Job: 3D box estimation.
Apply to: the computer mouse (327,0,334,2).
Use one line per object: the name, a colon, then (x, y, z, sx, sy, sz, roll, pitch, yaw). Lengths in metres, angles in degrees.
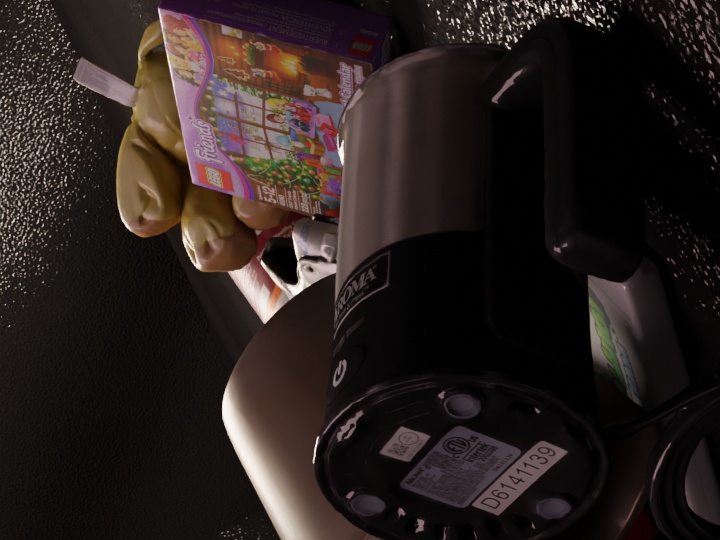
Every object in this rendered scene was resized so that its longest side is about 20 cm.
computer mouse: (-0.039, -0.139, 1.223, 0.139, 0.052, 0.200, 63, 171, -14)

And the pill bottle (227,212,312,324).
pill bottle: (-0.060, -0.021, 1.516, 0.200, 0.114, 0.115, 51, 167, 44)

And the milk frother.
milk frother: (0.093, 0.017, 0.758, 0.199, 0.180, 0.189, 36, -140, -31)

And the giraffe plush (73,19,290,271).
giraffe plush: (-0.110, -0.112, 1.419, 0.200, 0.173, 0.162, 44, -157, 10)

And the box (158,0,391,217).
box: (-0.049, -0.104, 1.134, 0.135, 0.039, 0.201, 16, 153, 10)

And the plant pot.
plant pot: (0.025, 0.096, 0.909, 0.173, 0.200, 0.201, 43, 164, 27)

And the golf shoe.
golf shoe: (0.000, 0.000, 1.164, 0.097, 0.079, 0.199, 32, 156, -21)

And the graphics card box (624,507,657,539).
graphics card box: (0.100, 0.099, 1.081, 0.126, 0.051, 0.200, 59, 172, -10)

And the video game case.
video game case: (0.123, 0.030, 0.955, 0.182, 0.024, 0.201, 50, 167, 50)
